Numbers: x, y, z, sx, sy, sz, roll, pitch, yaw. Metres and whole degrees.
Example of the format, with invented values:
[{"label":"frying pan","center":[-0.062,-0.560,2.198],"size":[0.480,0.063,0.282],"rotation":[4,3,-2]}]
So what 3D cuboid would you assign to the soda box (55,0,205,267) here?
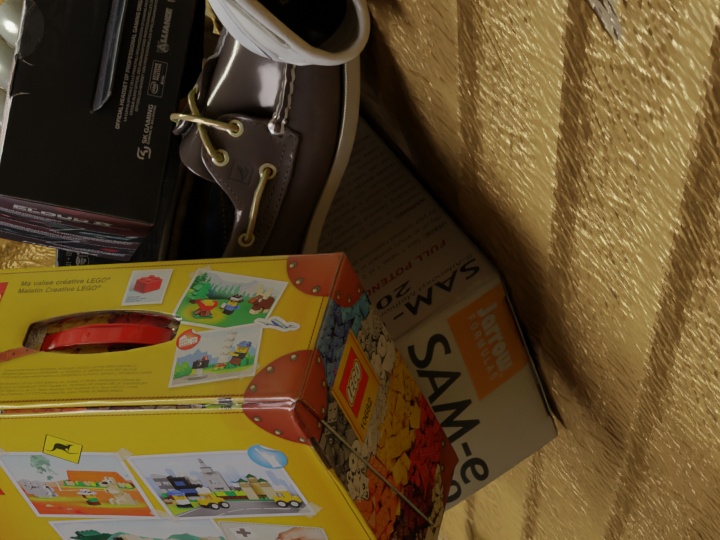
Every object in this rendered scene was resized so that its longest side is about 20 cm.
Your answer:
[{"label":"soda box","center":[-0.116,-0.071,1.278],"size":[0.063,0.071,0.201],"rotation":[141,133,-83]}]

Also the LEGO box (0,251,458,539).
[{"label":"LEGO box","center":[-0.080,0.070,1.063],"size":[0.149,0.200,0.077],"rotation":[61,-145,-44]}]

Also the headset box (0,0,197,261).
[{"label":"headset box","center":[-0.121,-0.089,1.142],"size":[0.200,0.075,0.149],"rotation":[148,132,-80]}]

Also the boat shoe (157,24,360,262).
[{"label":"boat shoe","center":[-0.048,-0.047,1.050],"size":[0.072,0.059,0.200],"rotation":[51,142,39]}]

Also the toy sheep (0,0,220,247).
[{"label":"toy sheep","center":[-0.146,-0.107,1.382],"size":[0.138,0.200,0.138],"rotation":[18,-170,-3]}]

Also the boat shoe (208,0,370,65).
[{"label":"boat shoe","center":[-0.061,-0.157,0.929],"size":[0.200,0.072,0.066],"rotation":[59,168,-22]}]

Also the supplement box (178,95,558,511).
[{"label":"supplement box","center":[0.000,0.000,1.168],"size":[0.200,0.073,0.126],"rotation":[51,170,42]}]
